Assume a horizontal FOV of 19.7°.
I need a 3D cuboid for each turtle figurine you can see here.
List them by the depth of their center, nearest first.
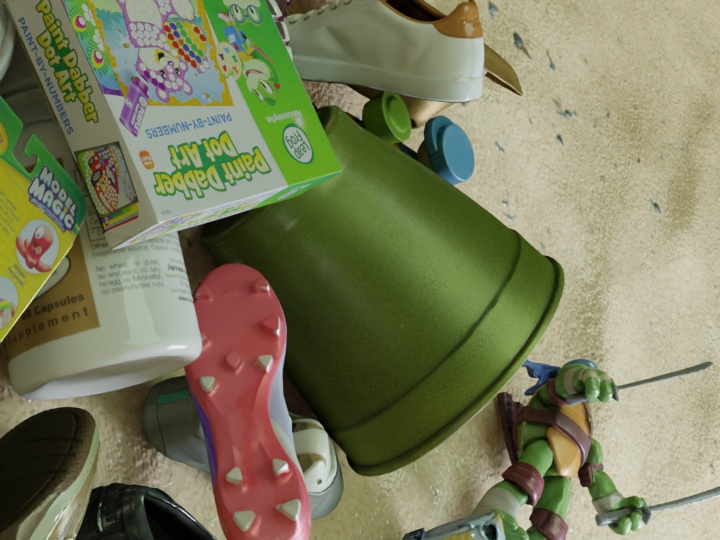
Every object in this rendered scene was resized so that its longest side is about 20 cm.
[{"bbox_3d":[0.179,0.151,1.570,0.199,0.144,0.194,28,58,11],"label":"turtle figurine"}]

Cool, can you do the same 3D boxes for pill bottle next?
[{"bbox_3d":[-0.168,-0.034,1.216,0.114,0.114,0.202,1,72,-55],"label":"pill bottle"}]

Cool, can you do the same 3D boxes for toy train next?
[{"bbox_3d":[-0.017,-0.096,1.466,0.200,0.115,0.085,31,49,-44],"label":"toy train"}]

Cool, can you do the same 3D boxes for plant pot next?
[{"bbox_3d":[0.000,0.000,1.395,0.193,0.200,0.201,45,39,-15],"label":"plant pot"}]

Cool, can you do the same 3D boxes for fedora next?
[{"bbox_3d":[0.027,-0.162,1.554,0.200,0.082,0.201,34,3,-2],"label":"fedora"}]

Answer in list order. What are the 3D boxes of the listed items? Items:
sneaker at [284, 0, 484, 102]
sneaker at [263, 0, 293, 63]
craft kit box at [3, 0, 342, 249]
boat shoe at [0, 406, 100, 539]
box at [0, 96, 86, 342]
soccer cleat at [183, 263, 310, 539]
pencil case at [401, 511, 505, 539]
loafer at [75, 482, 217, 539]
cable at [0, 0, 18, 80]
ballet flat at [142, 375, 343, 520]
[{"bbox_3d":[-0.004,-0.174,1.450,0.073,0.198,0.085,-33,130,-64],"label":"sneaker"},{"bbox_3d":[-0.056,-0.167,1.352,0.115,0.075,0.202,-20,105,-56],"label":"sneaker"},{"bbox_3d":[-0.114,-0.125,1.209,0.200,0.048,0.199,-21,88,-58],"label":"craft kit box"},{"bbox_3d":[-0.192,0.164,1.133,0.201,0.071,0.076,-60,137,-41],"label":"boat shoe"},{"bbox_3d":[-0.233,0.002,1.078,0.201,0.048,0.118,-54,133,-21],"label":"box"},{"bbox_3d":[-0.069,0.091,1.251,0.077,0.066,0.201,93,-14,-56],"label":"soccer cleat"},{"bbox_3d":[0.089,0.270,1.449,0.083,0.090,0.202,-12,84,-57],"label":"pencil case"},{"bbox_3d":[-0.093,0.196,1.243,0.201,0.070,0.068,47,40,-31],"label":"loafer"},{"bbox_3d":[-0.282,-0.156,1.127,0.199,0.069,0.202,9,67,-37],"label":"cable"},{"bbox_3d":[-0.057,0.115,1.343,0.199,0.063,0.068,28,51,-46],"label":"ballet flat"}]
